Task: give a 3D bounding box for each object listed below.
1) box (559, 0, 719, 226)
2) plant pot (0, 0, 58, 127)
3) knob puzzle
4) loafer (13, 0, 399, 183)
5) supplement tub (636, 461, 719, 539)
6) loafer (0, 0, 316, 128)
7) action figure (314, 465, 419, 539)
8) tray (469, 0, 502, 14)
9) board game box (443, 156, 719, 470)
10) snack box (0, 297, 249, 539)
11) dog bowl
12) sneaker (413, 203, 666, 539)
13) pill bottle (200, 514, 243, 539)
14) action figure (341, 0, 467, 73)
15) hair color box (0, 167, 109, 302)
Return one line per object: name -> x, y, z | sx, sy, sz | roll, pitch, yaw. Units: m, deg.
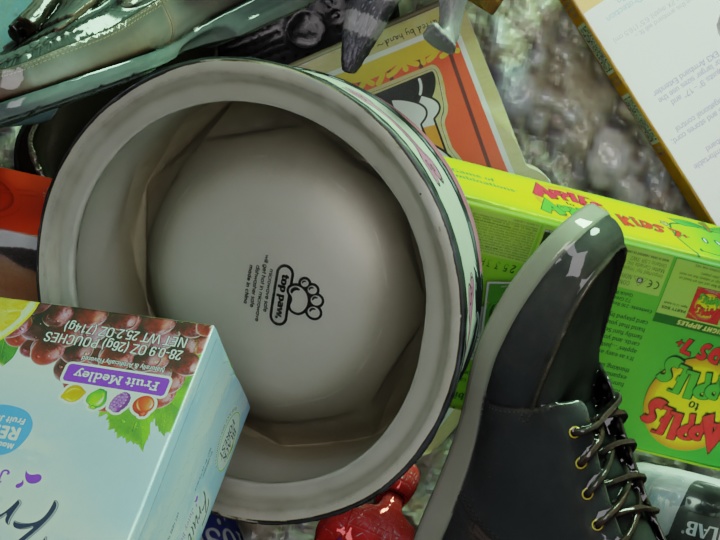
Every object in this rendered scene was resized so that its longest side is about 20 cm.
box -> 0.194, -0.082, 1.374 | 0.119, 0.041, 0.201 | -32, 92, -3
plant pot -> -0.218, -0.155, 1.290 | 0.199, 0.196, 0.197 | 19, 88, -20
knob puzzle -> 0.000, 0.000, 1.334 | 0.218, 0.030, 0.221 | -4, 107, -12
loafer -> -0.074, -0.092, 1.347 | 0.199, 0.071, 0.073 | -32, 90, -3
supplement tub -> 0.156, 0.196, 1.323 | 0.122, 0.123, 0.202 | 13, 88, -2
loafer -> -0.102, -0.115, 1.245 | 0.199, 0.072, 0.063 | -27, 100, -43
action figure -> -0.019, 0.180, 1.354 | 0.065, 0.052, 0.201 | 26, 83, -7
tray -> 0.005, -0.211, 1.337 | 0.199, 0.037, 0.099 | 34, 90, 21
board game box -> 0.093, 0.018, 1.313 | 0.199, 0.048, 0.102 | 13, 112, -16
snack box -> -0.166, 0.095, 1.187 | 0.199, 0.068, 0.169 | 7, 56, 23
dog bowl -> -0.036, 0.003, 1.240 | 0.199, 0.074, 0.202 | 5, 104, 22
sneaker -> 0.101, 0.074, 1.247 | 0.106, 0.075, 0.201 | 30, 123, 21
pill bottle -> -0.096, 0.159, 1.294 | 0.111, 0.112, 0.201 | -22, 71, -2
action figure -> 0.006, -0.196, 1.268 | 0.199, 0.105, 0.194 | 17, 67, 28
hair color box -> -0.223, -0.002, 1.302 | 0.199, 0.061, 0.102 | 11, 117, -18
